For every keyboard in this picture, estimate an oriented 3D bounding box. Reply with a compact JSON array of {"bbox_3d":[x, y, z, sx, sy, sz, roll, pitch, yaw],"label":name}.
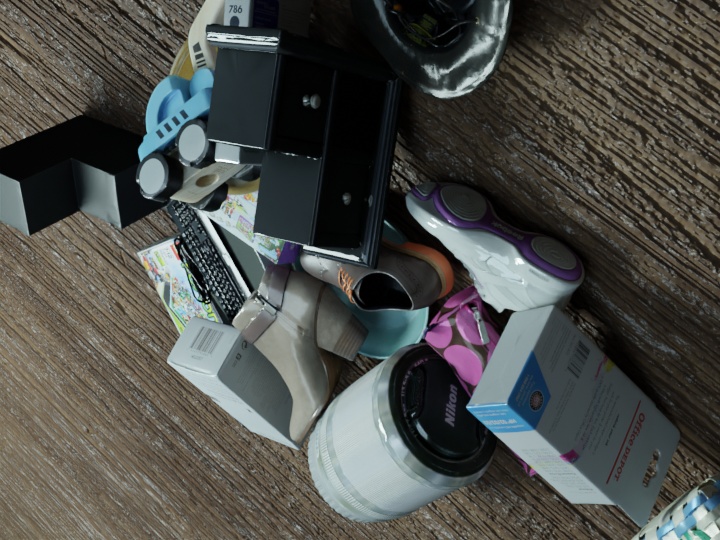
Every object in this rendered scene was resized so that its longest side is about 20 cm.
[{"bbox_3d":[-0.189,0.005,1.258,0.202,0.039,0.104,61,147,2],"label":"keyboard"}]

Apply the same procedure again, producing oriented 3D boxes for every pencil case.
[{"bbox_3d":[0.150,0.114,1.060,0.201,0.091,0.094,51,147,-1],"label":"pencil case"}]

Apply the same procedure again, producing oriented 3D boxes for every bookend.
[{"bbox_3d":[-0.059,-0.111,0.961,0.091,0.198,0.203,12,96,35],"label":"bookend"},{"bbox_3d":[-0.362,-0.103,1.300,0.197,0.198,0.094,21,127,30],"label":"bookend"}]

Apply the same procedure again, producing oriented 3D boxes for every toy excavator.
[{"bbox_3d":[-0.165,-0.192,1.068,0.193,0.099,0.203,-32,69,28],"label":"toy excavator"}]

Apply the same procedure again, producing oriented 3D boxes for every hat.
[{"bbox_3d":[0.077,-0.259,0.892,0.199,0.081,0.203,32,140,31],"label":"hat"}]

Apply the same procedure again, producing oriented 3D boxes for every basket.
[{"bbox_3d":[0.360,0.301,0.953,0.201,0.138,0.177,50,138,18],"label":"basket"}]

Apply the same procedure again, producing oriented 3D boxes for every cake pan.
[{"bbox_3d":[-0.147,-0.006,1.262,0.199,0.036,0.203,35,140,36],"label":"cake pan"}]

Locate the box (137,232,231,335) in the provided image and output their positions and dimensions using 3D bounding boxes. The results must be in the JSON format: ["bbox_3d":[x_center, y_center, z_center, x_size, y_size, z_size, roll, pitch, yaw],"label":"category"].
[{"bbox_3d":[-0.220,0.047,1.391,0.109,0.035,0.203,-16,105,46],"label":"box"}]

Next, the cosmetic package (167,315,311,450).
[{"bbox_3d":[-0.143,0.145,1.292,0.100,0.075,0.200,11,152,40],"label":"cosmetic package"}]

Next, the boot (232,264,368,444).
[{"bbox_3d":[-0.085,0.092,1.190,0.144,0.070,0.202,29,112,-2],"label":"boot"}]

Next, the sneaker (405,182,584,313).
[{"bbox_3d":[0.121,-0.013,1.013,0.199,0.075,0.101,35,134,20],"label":"sneaker"}]

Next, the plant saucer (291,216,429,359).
[{"bbox_3d":[0.005,0.004,1.159,0.197,0.036,0.203,22,128,31],"label":"plant saucer"}]

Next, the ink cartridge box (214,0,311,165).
[{"bbox_3d":[-0.095,-0.207,1.014,0.039,0.099,0.205,11,99,33],"label":"ink cartridge box"}]

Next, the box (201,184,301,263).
[{"bbox_3d":[-0.130,-0.116,1.154,0.199,0.039,0.139,33,109,26],"label":"box"}]

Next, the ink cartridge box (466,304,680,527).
[{"bbox_3d":[0.208,0.143,0.977,0.200,0.116,0.067,42,152,-18],"label":"ink cartridge box"}]

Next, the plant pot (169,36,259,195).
[{"bbox_3d":[-0.145,-0.185,1.118,0.197,0.027,0.205,3,96,32],"label":"plant pot"}]

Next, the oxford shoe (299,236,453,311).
[{"bbox_3d":[0.000,0.000,1.079,0.197,0.072,0.072,9,123,40],"label":"oxford shoe"}]

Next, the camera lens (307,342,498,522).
[{"bbox_3d":[0.047,0.186,1.146,0.161,0.159,0.200,51,138,2],"label":"camera lens"}]
